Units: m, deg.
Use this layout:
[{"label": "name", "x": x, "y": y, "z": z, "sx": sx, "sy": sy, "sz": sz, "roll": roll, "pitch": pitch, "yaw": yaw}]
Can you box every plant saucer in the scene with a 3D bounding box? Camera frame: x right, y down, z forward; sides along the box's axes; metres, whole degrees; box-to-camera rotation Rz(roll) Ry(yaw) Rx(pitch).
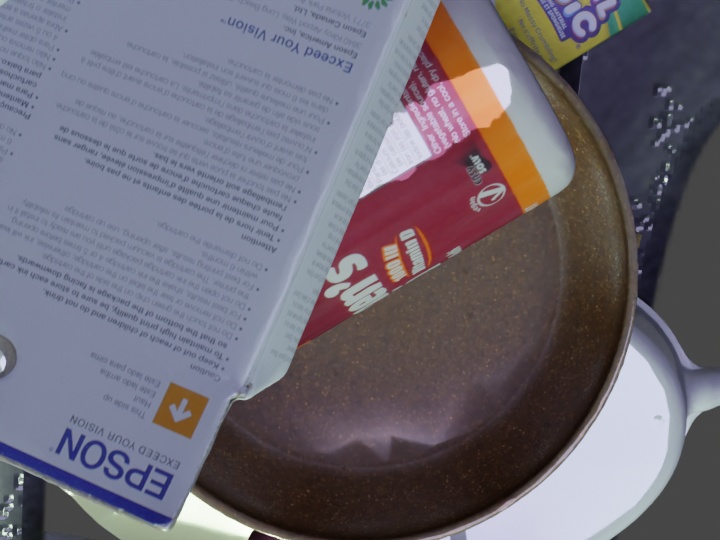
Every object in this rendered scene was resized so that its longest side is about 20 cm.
[{"label": "plant saucer", "x": 0.000, "y": 0.000, "z": 0.966, "sx": 0.200, "sy": 0.037, "sz": 0.201, "roll": 0, "pitch": 91, "yaw": 1}]

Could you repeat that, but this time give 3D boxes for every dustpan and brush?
[{"label": "dustpan and brush", "x": 0.113, "y": 0.056, "z": 1.098, "sx": 0.199, "sy": 0.057, "sz": 0.140, "roll": -5, "pitch": 103, "yaw": -2}]

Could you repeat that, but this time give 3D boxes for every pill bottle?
[{"label": "pill bottle", "x": -0.037, "y": -0.027, "z": 0.894, "sx": 0.200, "sy": 0.110, "sz": 0.110, "roll": -31, "pitch": 118, "yaw": 2}]

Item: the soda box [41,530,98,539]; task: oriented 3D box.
[{"label": "soda box", "x": -0.039, "y": 0.165, "z": 1.071, "sx": 0.199, "sy": 0.068, "sz": 0.064, "roll": 10, "pitch": 129, "yaw": -3}]

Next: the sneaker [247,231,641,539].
[{"label": "sneaker", "x": 0.013, "y": 0.031, "z": 1.024, "sx": 0.090, "sy": 0.075, "sz": 0.200, "roll": 44, "pitch": 86, "yaw": 2}]

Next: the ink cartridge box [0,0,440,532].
[{"label": "ink cartridge box", "x": -0.097, "y": -0.044, "z": 0.831, "sx": 0.199, "sy": 0.041, "sz": 0.200, "roll": 23, "pitch": 85, "yaw": 17}]

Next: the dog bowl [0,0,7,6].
[{"label": "dog bowl", "x": -0.170, "y": -0.141, "z": 0.720, "sx": 0.200, "sy": 0.079, "sz": 0.200, "roll": -13, "pitch": 145, "yaw": -9}]

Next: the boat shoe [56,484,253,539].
[{"label": "boat shoe", "x": -0.106, "y": 0.041, "z": 1.032, "sx": 0.074, "sy": 0.063, "sz": 0.201, "roll": -32, "pitch": 120, "yaw": 26}]

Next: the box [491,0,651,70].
[{"label": "box", "x": 0.018, "y": -0.109, "z": 0.997, "sx": 0.200, "sy": 0.048, "sz": 0.117, "roll": -33, "pitch": 118, "yaw": 1}]
